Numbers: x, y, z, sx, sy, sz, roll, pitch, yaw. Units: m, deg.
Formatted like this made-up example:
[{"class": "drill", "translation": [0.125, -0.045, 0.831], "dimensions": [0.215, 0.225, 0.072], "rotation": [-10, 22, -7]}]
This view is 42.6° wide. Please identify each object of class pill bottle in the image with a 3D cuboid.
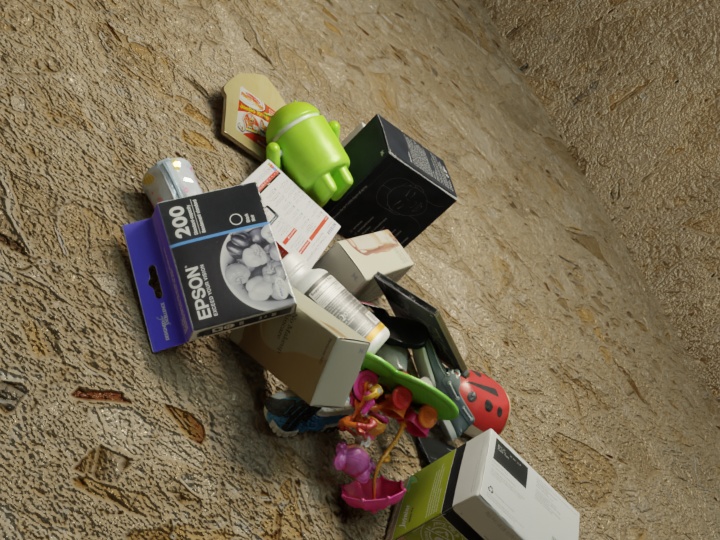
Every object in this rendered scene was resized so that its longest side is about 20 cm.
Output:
[{"class": "pill bottle", "translation": [-0.060, 0.071, 1.422], "dimensions": [0.200, 0.117, 0.116], "rotation": [42, 26, 5]}]

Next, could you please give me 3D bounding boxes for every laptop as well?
[{"class": "laptop", "translation": [0.208, 0.330, 1.503], "dimensions": [0.176, 0.103, 0.201], "rotation": [29, 23, -39]}]

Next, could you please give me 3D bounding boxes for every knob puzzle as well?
[{"class": "knob puzzle", "translation": [-0.192, -0.285, 1.741], "dimensions": [0.218, 0.030, 0.223], "rotation": [32, 45, -38]}]

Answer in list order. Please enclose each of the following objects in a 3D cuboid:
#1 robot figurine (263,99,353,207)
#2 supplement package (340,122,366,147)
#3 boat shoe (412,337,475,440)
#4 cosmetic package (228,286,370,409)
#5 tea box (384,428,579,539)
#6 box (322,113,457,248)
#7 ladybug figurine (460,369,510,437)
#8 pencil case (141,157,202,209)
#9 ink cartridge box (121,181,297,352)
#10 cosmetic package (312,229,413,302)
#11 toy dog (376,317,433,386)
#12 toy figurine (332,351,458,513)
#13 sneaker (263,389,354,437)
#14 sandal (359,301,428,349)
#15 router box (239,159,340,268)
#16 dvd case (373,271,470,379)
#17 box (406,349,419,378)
[{"class": "robot figurine", "translation": [-0.096, -0.218, 1.684], "dimensions": [0.174, 0.116, 0.202], "rotation": [-27, 80, -36]}, {"class": "supplement package", "translation": [0.047, -0.198, 1.939], "dimensions": [0.198, 0.109, 0.115], "rotation": [25, 36, -40]}, {"class": "boat shoe", "translation": [0.142, 0.191, 1.575], "dimensions": [0.203, 0.061, 0.073], "rotation": [69, -11, -18]}, {"class": "cosmetic package", "translation": [-0.088, 0.096, 1.279], "dimensions": [0.070, 0.107, 0.199], "rotation": [13, 13, -47]}, {"class": "tea box", "translation": [0.174, 0.372, 1.323], "dimensions": [0.200, 0.196, 0.134], "rotation": [43, 35, -12]}, {"class": "box", "translation": [0.044, -0.156, 1.783], "dimensions": [0.195, 0.199, 0.125], "rotation": [28, 33, -38]}, {"class": "ladybug figurine", "translation": [0.211, 0.238, 1.693], "dimensions": [0.198, 0.072, 0.138], "rotation": [21, 40, -45]}, {"class": "pencil case", "translation": [-0.249, -0.065, 1.341], "dimensions": [0.202, 0.082, 0.091], "rotation": [62, 2, 23]}, {"class": "ink cartridge box", "translation": [-0.206, -0.010, 1.239], "dimensions": [0.196, 0.044, 0.201], "rotation": [-15, 66, -14]}, {"class": "cosmetic package", "translation": [0.000, 0.000, 1.630], "dimensions": [0.088, 0.103, 0.199], "rotation": [52, 25, 10]}, {"class": "toy dog", "translation": [0.054, 0.176, 1.510], "dimensions": [0.202, 0.129, 0.098], "rotation": [-88, 174, -46]}, {"class": "toy figurine", "translation": [0.021, 0.240, 1.299], "dimensions": [0.199, 0.149, 0.186], "rotation": [38, 66, -28]}, {"class": "sneaker", "translation": [-0.083, 0.183, 1.322], "dimensions": [0.087, 0.075, 0.199], "rotation": [56, 18, 25]}, {"class": "sandal", "translation": [0.015, 0.081, 1.500], "dimensions": [0.195, 0.046, 0.076], "rotation": [8, 43, 6]}, {"class": "router box", "translation": [-0.136, -0.083, 1.561], "dimensions": [0.179, 0.049, 0.200], "rotation": [43, 27, -5]}, {"class": "dvd case", "translation": [0.104, 0.094, 1.562], "dimensions": [0.148, 0.016, 0.201], "rotation": [33, -18, 39]}, {"class": "box", "translation": [0.074, 0.181, 1.587], "dimensions": [0.041, 0.039, 0.203], "rotation": [21, 39, -44]}]
